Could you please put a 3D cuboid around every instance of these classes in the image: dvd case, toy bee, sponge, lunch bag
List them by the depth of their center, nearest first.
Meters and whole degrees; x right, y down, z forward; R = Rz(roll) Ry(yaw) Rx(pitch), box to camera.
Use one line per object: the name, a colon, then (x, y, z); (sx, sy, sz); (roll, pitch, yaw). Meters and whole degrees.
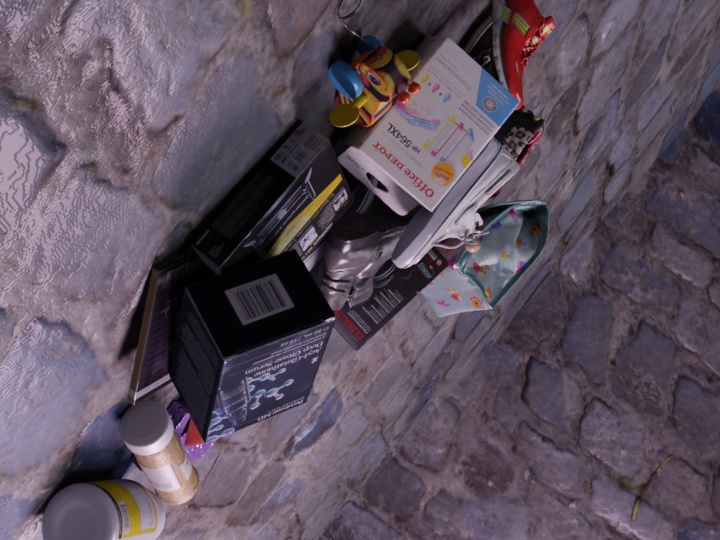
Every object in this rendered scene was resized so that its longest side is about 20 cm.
toy bee: (0.015, -0.213, 1.395); (0.131, 0.109, 0.200); (-48, 165, 2)
dvd case: (-0.214, 0.055, 1.486); (0.148, 0.016, 0.202); (-32, 146, -49)
sponge: (-0.256, 0.241, 1.829); (0.112, 0.030, 0.200); (-54, 164, 9)
lunch bag: (0.190, -0.036, 1.913); (0.200, 0.122, 0.170); (-49, -164, -22)

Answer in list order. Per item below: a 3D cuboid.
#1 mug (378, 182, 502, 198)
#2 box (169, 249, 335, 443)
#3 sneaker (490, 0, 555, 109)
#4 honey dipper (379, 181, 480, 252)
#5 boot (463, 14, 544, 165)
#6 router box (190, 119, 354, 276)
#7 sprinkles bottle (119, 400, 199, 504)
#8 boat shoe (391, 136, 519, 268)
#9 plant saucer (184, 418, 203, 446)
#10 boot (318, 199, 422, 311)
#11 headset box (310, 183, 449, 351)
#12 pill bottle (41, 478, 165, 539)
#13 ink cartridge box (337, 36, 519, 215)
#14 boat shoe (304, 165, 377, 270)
mug: (0.090, -0.134, 1.826); (0.199, 0.179, 0.133); (-37, -163, -25)
box: (-0.132, 0.092, 1.447); (0.147, 0.108, 0.201); (-20, 153, -26)
sneaker: (0.212, -0.307, 1.598); (0.077, 0.084, 0.203); (58, 33, -74)
honey dipper: (0.089, -0.093, 1.703); (0.038, 0.200, 0.038); (-45, 163, -18)
boot: (0.202, -0.250, 1.703); (0.205, 0.153, 0.073); (-56, 161, 5)
router box: (-0.101, -0.059, 1.474); (0.200, 0.052, 0.158); (-50, 156, -12)
sprinkles bottle: (-0.273, 0.252, 1.675); (0.068, 0.068, 0.201); (-44, 153, -20)
boat shoe: (0.129, -0.068, 1.551); (0.202, 0.086, 0.075); (-50, -166, 3)
plant saucer: (-0.165, 0.152, 1.796); (0.199, 0.036, 0.202); (-27, 141, -55)
boot: (0.023, -0.022, 1.633); (0.198, 0.070, 0.133); (-12, 134, -31)
headset box: (0.000, 0.000, 1.708); (0.200, 0.149, 0.077); (-42, -166, 0)
pill bottle: (-0.342, 0.343, 1.672); (0.112, 0.112, 0.200); (-50, 165, 3)
ink cartridge box: (0.079, -0.176, 1.541); (0.201, 0.128, 0.125); (-52, -166, 2)
boat shoe: (-0.047, -0.078, 1.597); (0.201, 0.072, 0.071); (-54, 151, -15)
